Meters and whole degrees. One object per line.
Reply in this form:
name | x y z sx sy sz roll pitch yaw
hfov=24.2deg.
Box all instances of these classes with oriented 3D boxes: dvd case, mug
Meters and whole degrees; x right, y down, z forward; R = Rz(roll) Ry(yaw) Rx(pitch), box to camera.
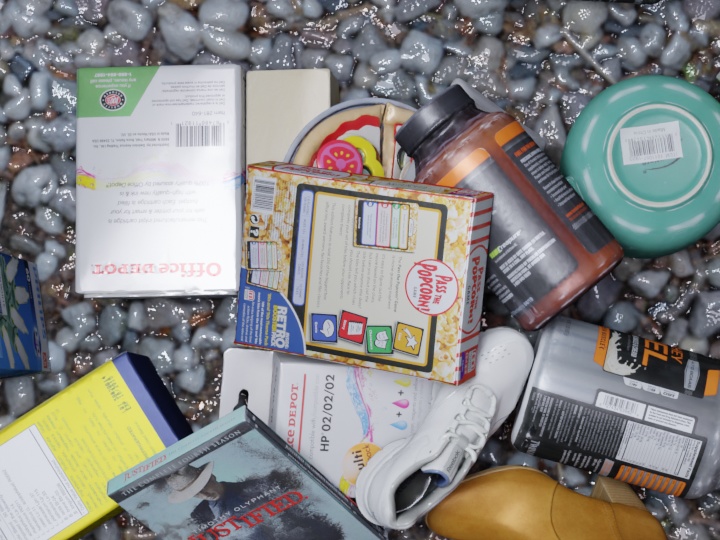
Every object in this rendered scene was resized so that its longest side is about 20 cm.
dvd case | -0.091 0.202 1.395 0.146 0.022 0.200 -29 126 20
mug | 0.239 -0.077 1.436 0.152 0.114 0.185 36 88 5

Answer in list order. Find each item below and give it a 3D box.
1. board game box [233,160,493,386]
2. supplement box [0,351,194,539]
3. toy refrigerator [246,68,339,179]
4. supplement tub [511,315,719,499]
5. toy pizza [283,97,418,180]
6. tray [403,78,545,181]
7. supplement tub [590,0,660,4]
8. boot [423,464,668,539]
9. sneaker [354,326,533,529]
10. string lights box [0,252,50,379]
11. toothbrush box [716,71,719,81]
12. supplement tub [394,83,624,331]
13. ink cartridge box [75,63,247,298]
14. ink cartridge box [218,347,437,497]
board game box | 0.000 0.000 1.351 0.200 0.046 0.152 10 102 22
supplement box | -0.248 0.168 1.446 0.200 0.110 0.109 -32 84 -1
toy refrigerator | -0.058 -0.071 1.477 0.076 0.070 0.200 -2 83 7
supplement tub | 0.236 0.119 1.417 0.200 0.123 0.123 16 86 4
toy pizza | 0.022 -0.051 1.443 0.200 0.032 0.201 3 83 -27
tray | 0.086 -0.059 1.446 0.107 0.022 0.200 33 71 -21
supplement tub | 0.169 -0.296 1.455 0.200 0.123 0.123 4 85 3
boot | 0.164 0.231 1.384 0.201 0.144 0.071 -2 125 -15
sneaker | 0.078 0.135 1.365 0.074 0.087 0.200 36 90 -14
string lights box | -0.319 0.039 1.414 0.059 0.200 0.103 -9 86 3
toothbrush box | 0.409 -0.136 1.417 0.086 0.146 0.200 -45 85 -2
supplement tub | 0.117 -0.056 1.376 0.107 0.107 0.200 -39 86 -1
ink cartridge box | -0.170 -0.074 1.473 0.145 0.084 0.200 -1 85 4
ink cartridge box | -0.019 0.130 1.428 0.200 0.068 0.115 4 97 -8
